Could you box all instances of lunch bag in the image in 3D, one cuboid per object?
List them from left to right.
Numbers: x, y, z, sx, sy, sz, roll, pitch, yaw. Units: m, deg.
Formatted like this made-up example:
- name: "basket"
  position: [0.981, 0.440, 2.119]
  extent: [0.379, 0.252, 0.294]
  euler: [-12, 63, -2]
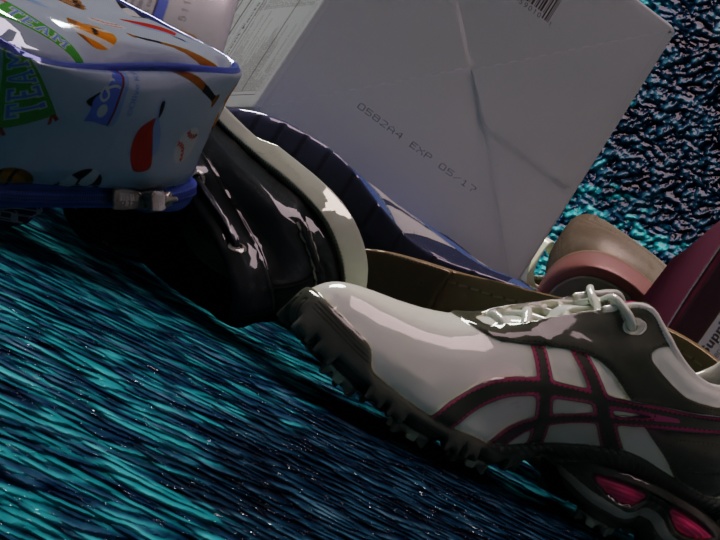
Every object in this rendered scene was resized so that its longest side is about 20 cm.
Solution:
- name: "lunch bag"
  position: [-0.147, -0.082, 1.047]
  extent: [0.200, 0.076, 0.160]
  euler: [31, 16, 28]

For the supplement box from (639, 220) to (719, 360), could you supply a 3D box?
- name: "supplement box"
  position: [0.207, 0.070, 1.215]
  extent: [0.200, 0.086, 0.110]
  euler: [37, -18, -2]

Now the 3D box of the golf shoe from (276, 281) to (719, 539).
- name: "golf shoe"
  position: [0.063, 0.036, 1.069]
  extent: [0.200, 0.088, 0.077]
  euler: [25, 6, -24]

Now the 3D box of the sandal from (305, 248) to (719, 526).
- name: "sandal"
  position: [0.077, 0.043, 1.163]
  extent: [0.211, 0.078, 0.070]
  euler: [23, 5, 7]

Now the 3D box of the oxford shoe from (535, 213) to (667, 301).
- name: "oxford shoe"
  position: [0.160, 0.050, 1.328]
  extent: [0.200, 0.071, 0.074]
  euler: [49, 29, -20]

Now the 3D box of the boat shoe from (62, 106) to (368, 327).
- name: "boat shoe"
  position: [-0.084, -0.032, 1.122]
  extent: [0.066, 0.075, 0.199]
  euler: [-27, 49, -31]

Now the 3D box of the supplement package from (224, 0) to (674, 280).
- name: "supplement package"
  position: [0.021, -0.097, 1.392]
  extent: [0.152, 0.151, 0.200]
  euler: [35, -7, -16]

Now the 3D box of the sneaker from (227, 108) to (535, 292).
- name: "sneaker"
  position: [0.000, 0.000, 1.257]
  extent: [0.200, 0.074, 0.082]
  euler: [35, 0, -11]

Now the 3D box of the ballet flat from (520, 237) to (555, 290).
- name: "ballet flat"
  position: [0.103, 0.006, 1.924]
  extent: [0.069, 0.071, 0.200]
  euler: [31, 5, 32]

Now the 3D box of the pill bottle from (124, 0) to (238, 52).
- name: "pill bottle"
  position: [-0.160, -0.119, 1.265]
  extent: [0.199, 0.112, 0.112]
  euler: [19, 5, -8]
